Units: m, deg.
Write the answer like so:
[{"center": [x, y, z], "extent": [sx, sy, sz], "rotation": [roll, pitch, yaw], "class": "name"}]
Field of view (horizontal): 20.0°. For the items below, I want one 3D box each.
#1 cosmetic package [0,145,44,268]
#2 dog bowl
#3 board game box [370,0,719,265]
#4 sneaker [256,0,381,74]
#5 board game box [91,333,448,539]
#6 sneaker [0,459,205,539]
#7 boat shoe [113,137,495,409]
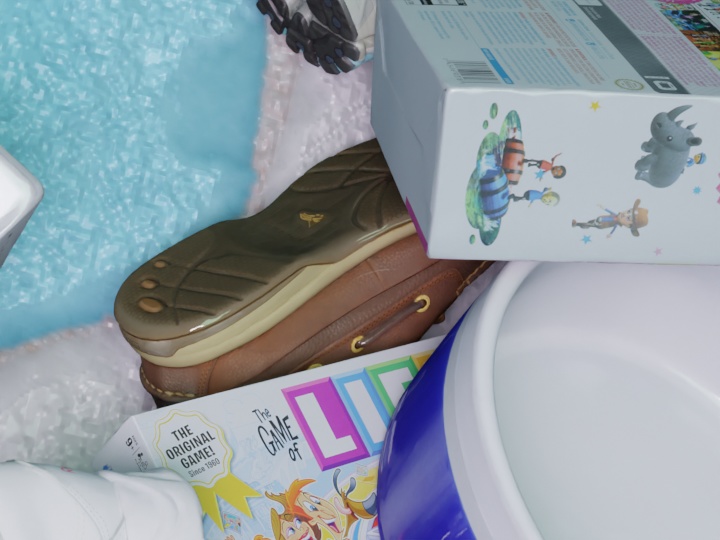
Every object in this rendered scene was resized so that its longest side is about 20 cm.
[{"center": [-0.222, -0.005, 0.647], "extent": [0.166, 0.200, 0.167], "rotation": [42, 75, -6], "class": "cosmetic package"}, {"center": [0.109, 0.082, 0.703], "extent": [0.199, 0.079, 0.201], "rotation": [16, 49, -20], "class": "dog bowl"}, {"center": [0.112, -0.055, 0.719], "extent": [0.199, 0.148, 0.065], "rotation": [0, 113, -8], "class": "board game box"}, {"center": [-0.030, -0.180, 0.799], "extent": [0.086, 0.078, 0.200], "rotation": [-33, 99, -29], "class": "sneaker"}, {"center": [0.020, 0.095, 0.720], "extent": [0.200, 0.034, 0.135], "rotation": [-13, 66, -42], "class": "board game box"}, {"center": [-0.109, 0.149, 0.595], "extent": [0.099, 0.078, 0.201], "rotation": [15, 66, -23], "class": "sneaker"}, {"center": [0.000, 0.000, 0.783], "extent": [0.200, 0.072, 0.068], "rotation": [-28, 124, -25], "class": "boat shoe"}]
